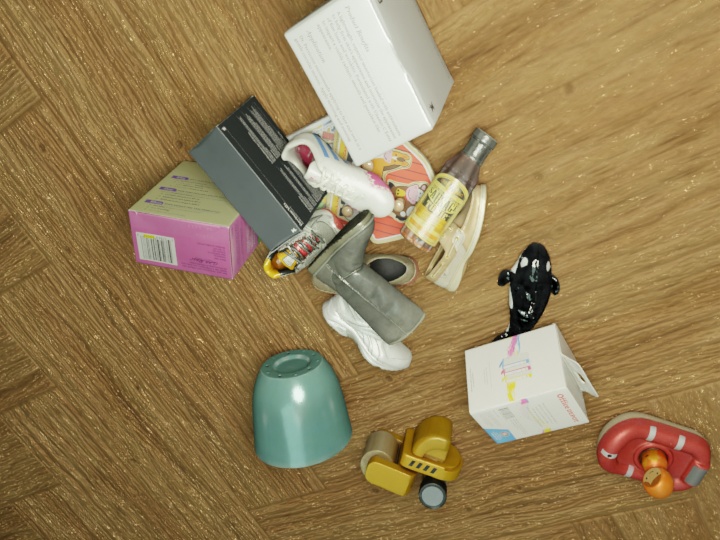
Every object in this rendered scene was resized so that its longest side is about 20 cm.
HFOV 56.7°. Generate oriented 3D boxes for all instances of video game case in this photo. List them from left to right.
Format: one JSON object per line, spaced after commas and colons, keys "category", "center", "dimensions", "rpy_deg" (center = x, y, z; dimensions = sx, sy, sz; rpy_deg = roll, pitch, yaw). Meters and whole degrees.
{"category": "video game case", "center": [-0.040, -0.164, 1.121], "dimensions": [0.196, 0.023, 0.185], "rpy_deg": [-20, 112, 25]}

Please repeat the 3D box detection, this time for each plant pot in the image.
{"category": "plant pot", "center": [-0.121, 0.253, 1.294], "dimensions": [0.195, 0.201, 0.166], "rpy_deg": [-2, 108, 17]}

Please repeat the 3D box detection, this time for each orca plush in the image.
{"category": "orca plush", "center": [0.273, 0.057, 1.130], "dimensions": [0.103, 0.072, 0.203], "rpy_deg": [25, 123, 0]}

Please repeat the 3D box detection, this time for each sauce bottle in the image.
{"category": "sauce bottle", "center": [0.137, -0.125, 1.035], "dimensions": [0.065, 0.066, 0.203], "rpy_deg": [31, 104, -4]}

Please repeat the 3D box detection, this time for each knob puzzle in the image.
{"category": "knob puzzle", "center": [0.040, -0.128, 1.087], "dimensions": [0.213, 0.031, 0.225], "rpy_deg": [7, 121, 12]}

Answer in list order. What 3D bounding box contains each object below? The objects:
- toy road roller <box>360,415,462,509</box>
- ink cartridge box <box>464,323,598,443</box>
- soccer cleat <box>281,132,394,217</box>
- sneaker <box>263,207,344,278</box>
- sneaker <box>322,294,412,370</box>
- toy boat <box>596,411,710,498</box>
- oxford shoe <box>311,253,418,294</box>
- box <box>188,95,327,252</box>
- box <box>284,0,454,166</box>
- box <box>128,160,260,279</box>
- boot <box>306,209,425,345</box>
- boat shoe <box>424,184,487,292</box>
{"category": "toy road roller", "center": [0.108, 0.359, 1.332], "dimensions": [0.195, 0.123, 0.150], "rpy_deg": [18, 109, 4]}
{"category": "ink cartridge box", "center": [0.297, 0.196, 1.154], "dimensions": [0.196, 0.128, 0.129], "rpy_deg": [-20, 135, 24]}
{"category": "soccer cleat", "center": [-0.039, -0.140, 1.041], "dimensions": [0.198, 0.086, 0.071], "rpy_deg": [37, 125, 12]}
{"category": "sneaker", "center": [-0.096, -0.037, 1.150], "dimensions": [0.078, 0.083, 0.198], "rpy_deg": [48, 135, -11]}
{"category": "sneaker", "center": [0.027, 0.102, 1.228], "dimensions": [0.198, 0.078, 0.100], "rpy_deg": [38, 119, -9]}
{"category": "toy boat", "center": [0.524, 0.347, 1.192], "dimensions": [0.194, 0.132, 0.133], "rpy_deg": [16, 123, 6]}
{"category": "oxford shoe", "center": [0.000, 0.000, 1.163], "dimensions": [0.194, 0.075, 0.073], "rpy_deg": [-9, 84, 14]}
{"category": "box", "center": [-0.156, -0.155, 1.064], "dimensions": [0.078, 0.142, 0.201], "rpy_deg": [-30, 108, 29]}
{"category": "box", "center": [0.022, -0.291, 0.923], "dimensions": [0.128, 0.201, 0.202], "rpy_deg": [-20, 113, 27]}
{"category": "box", "center": [-0.259, -0.090, 1.121], "dimensions": [0.171, 0.202, 0.099], "rpy_deg": [9, 124, 10]}
{"category": "boot", "center": [0.028, 0.018, 1.076], "dimensions": [0.200, 0.073, 0.181], "rpy_deg": [43, 136, -6]}
{"category": "boat shoe", "center": [0.154, -0.054, 1.098], "dimensions": [0.067, 0.074, 0.204], "rpy_deg": [15, 124, 0]}
